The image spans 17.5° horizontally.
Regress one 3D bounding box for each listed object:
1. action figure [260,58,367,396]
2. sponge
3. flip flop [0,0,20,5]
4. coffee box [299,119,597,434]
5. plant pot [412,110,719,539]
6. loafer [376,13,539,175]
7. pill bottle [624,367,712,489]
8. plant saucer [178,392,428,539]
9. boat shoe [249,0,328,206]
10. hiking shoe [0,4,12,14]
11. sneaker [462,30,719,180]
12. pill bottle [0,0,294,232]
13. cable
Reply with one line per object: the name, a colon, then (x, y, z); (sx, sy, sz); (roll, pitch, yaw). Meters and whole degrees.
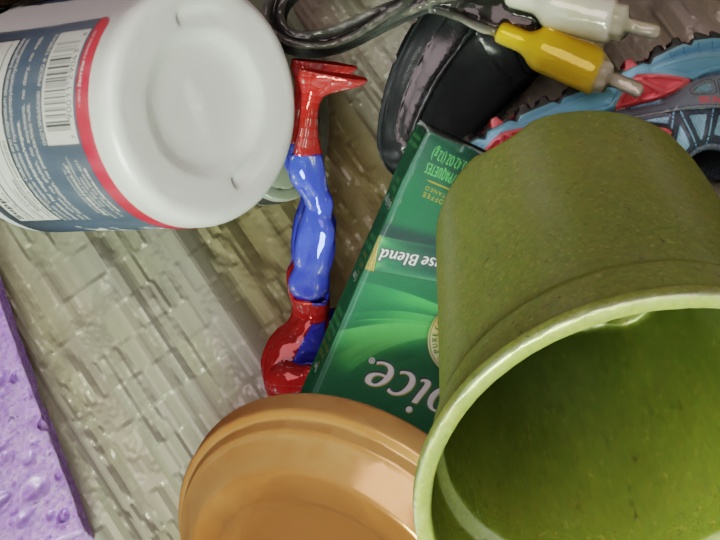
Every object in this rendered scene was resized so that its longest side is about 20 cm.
action figure: (0.000, 0.000, 1.194); (0.098, 0.065, 0.201); (7, 102, -7)
sponge: (-0.226, 0.070, 1.241); (0.111, 0.030, 0.201); (-23, 73, 3)
flip flop: (-0.198, -0.167, 1.215); (0.199, 0.058, 0.082); (-10, 78, 25)
coffee box: (0.044, 0.043, 1.152); (0.122, 0.044, 0.201); (24, 96, -10)
plant pot: (0.110, 0.033, 1.025); (0.199, 0.201, 0.185); (-16, 38, 4)
loafer: (0.079, -0.129, 1.220); (0.070, 0.068, 0.201); (25, 76, 41)
pill bottle: (0.168, 0.103, 1.127); (0.200, 0.111, 0.111); (-45, 73, -5)
plant saucer: (-0.006, 0.152, 1.109); (0.199, 0.201, 0.037); (29, 40, 15)
boat shoe: (-0.072, -0.123, 1.255); (0.071, 0.061, 0.202); (-8, 73, -32)
hiking shoe: (-0.215, -0.216, 1.304); (0.086, 0.074, 0.201); (14, 75, 34)
sneaker: (0.119, -0.044, 1.192); (0.199, 0.079, 0.096); (-26, 75, 2)
pill bottle: (-0.138, -0.079, 1.183); (0.199, 0.119, 0.120); (0, 71, 48)
cable: (0.052, -0.143, 1.171); (0.199, 0.050, 0.098); (8, 82, 2)
